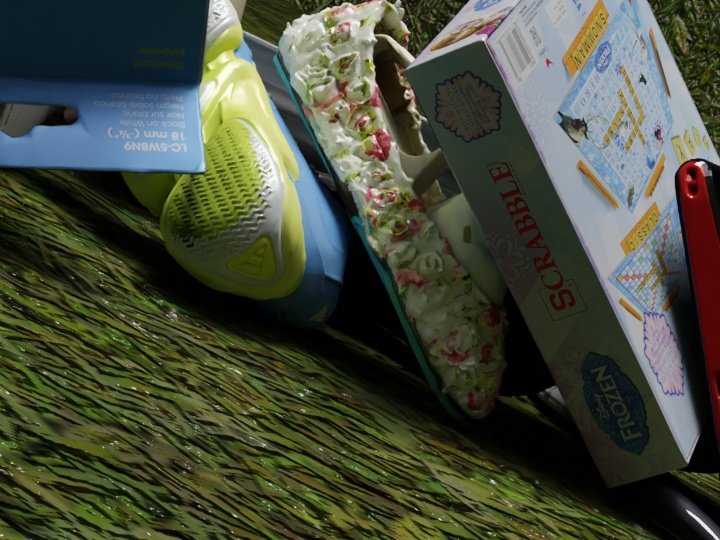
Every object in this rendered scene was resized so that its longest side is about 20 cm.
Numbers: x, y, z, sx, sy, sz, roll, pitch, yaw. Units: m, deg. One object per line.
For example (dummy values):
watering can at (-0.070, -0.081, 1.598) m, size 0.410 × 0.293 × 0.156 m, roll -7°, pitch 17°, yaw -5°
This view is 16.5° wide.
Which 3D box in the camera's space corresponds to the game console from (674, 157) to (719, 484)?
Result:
game console at (0.191, 0.046, 1.123) m, size 0.031 × 0.177 × 0.200 m, roll -16°, pitch -12°, yaw 22°

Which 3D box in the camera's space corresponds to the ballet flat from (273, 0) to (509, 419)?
ballet flat at (0.025, -0.035, 1.051) m, size 0.200 × 0.064 × 0.076 m, roll 64°, pitch 14°, yaw 20°

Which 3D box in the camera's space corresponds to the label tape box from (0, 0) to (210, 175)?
label tape box at (-0.129, -0.136, 0.927) m, size 0.144 × 0.063 × 0.200 m, roll 1°, pitch 55°, yaw -14°

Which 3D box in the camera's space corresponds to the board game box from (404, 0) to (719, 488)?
board game box at (0.107, -0.039, 1.082) m, size 0.200 × 0.041 × 0.200 m, roll 63°, pitch 28°, yaw -13°

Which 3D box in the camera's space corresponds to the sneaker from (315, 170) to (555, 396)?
sneaker at (0.001, -0.003, 1.122) m, size 0.104 × 0.060 × 0.200 m, roll 23°, pitch 3°, yaw -42°

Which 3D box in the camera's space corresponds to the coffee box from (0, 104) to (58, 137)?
coffee box at (-0.210, -0.146, 1.034) m, size 0.200 × 0.113 × 0.080 m, roll 29°, pitch 31°, yaw 6°

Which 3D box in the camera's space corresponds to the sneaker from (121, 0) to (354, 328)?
sneaker at (-0.059, -0.047, 1.063) m, size 0.105 × 0.076 × 0.200 m, roll 49°, pitch 15°, yaw -44°

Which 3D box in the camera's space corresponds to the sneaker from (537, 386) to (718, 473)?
sneaker at (0.123, 0.029, 1.203) m, size 0.078 × 0.091 × 0.200 m, roll 21°, pitch 10°, yaw -36°

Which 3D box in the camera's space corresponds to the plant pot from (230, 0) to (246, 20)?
plant pot at (-0.132, -0.204, 1.449) m, size 0.187 × 0.200 × 0.187 m, roll 28°, pitch 7°, yaw -4°

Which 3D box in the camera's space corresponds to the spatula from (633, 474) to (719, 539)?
spatula at (0.175, 0.129, 0.973) m, size 0.200 × 0.021 × 0.057 m, roll 32°, pitch -4°, yaw 44°

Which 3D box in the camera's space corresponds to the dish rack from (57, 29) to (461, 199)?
dish rack at (-0.048, -0.061, 1.213) m, size 0.200 × 0.044 × 0.172 m, roll 25°, pitch -16°, yaw -25°
